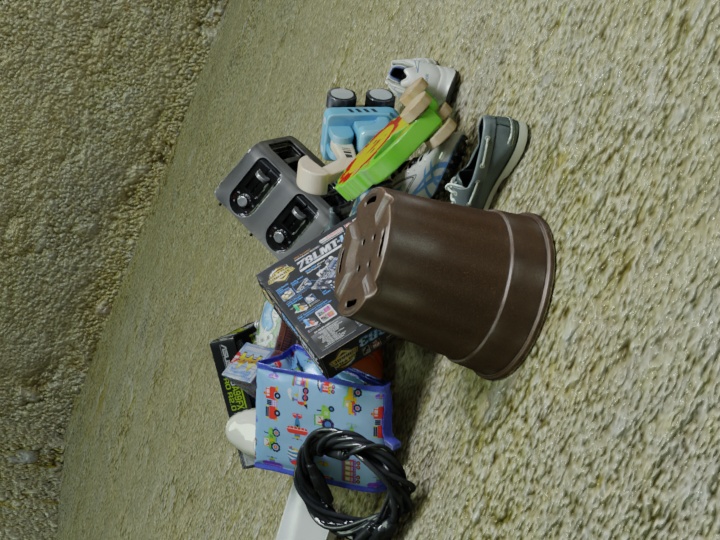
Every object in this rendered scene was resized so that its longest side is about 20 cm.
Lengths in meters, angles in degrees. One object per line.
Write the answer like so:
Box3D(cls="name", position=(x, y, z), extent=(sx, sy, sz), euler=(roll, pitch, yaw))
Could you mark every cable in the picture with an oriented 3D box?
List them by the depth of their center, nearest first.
Box3D(cls="cable", position=(-0.010, 0.264, 1.554), extent=(0.051, 0.163, 0.201), euler=(-34, -23, -39))

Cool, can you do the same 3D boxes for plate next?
Box3D(cls="plate", position=(-0.084, 0.422, 1.796), extent=(0.199, 0.032, 0.203), euler=(-161, 87, -70))

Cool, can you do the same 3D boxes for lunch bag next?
Box3D(cls="lunch bag", position=(-0.037, 0.202, 1.621), extent=(0.198, 0.094, 0.153), euler=(14, 111, 32))

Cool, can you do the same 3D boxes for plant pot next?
Box3D(cls="plant pot", position=(0.086, 0.004, 1.407), extent=(0.200, 0.196, 0.203), euler=(-164, 90, -71))

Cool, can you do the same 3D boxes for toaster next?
Box3D(cls="toaster", position=(-0.108, -0.109, 1.974), extent=(0.119, 0.181, 0.200), euler=(-48, -8, 20))

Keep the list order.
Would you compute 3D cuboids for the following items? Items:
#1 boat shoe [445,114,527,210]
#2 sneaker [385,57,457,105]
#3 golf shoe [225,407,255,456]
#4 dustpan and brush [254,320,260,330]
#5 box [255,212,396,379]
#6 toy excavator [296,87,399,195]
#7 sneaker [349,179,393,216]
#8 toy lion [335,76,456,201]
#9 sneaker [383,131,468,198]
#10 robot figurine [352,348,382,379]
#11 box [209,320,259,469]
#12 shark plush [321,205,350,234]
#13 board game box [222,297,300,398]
Box3D(cls="boat shoe", position=(0.138, -0.114, 1.552), extent=(0.073, 0.061, 0.201), euler=(-97, 30, -48))
Box3D(cls="sneaker", position=(0.074, -0.288, 1.823), extent=(0.200, 0.086, 0.076), euler=(-152, 78, -71))
Box3D(cls="golf shoe", position=(-0.117, 0.249, 1.774), extent=(0.097, 0.198, 0.079), euler=(0, -78, -68))
Box3D(cls="dustpan and brush", position=(-0.113, 0.116, 1.923), extent=(0.057, 0.199, 0.141), euler=(-6, 66, 39))
Box3D(cls="box", position=(-0.010, 0.021, 1.611), extent=(0.199, 0.199, 0.050), euler=(47, 164, 46))
Box3D(cls="toy excavator", position=(-0.015, -0.186, 1.847), extent=(0.201, 0.192, 0.101), euler=(-116, 28, -52))
Box3D(cls="sneaker", position=(0.009, -0.061, 1.850), extent=(0.200, 0.071, 0.073), euler=(-53, 52, 42))
Box3D(cls="toy lion", position=(0.039, -0.167, 1.686), extent=(0.192, 0.069, 0.200), euler=(-44, 11, 12))
Box3D(cls="sneaker", position=(0.082, -0.131, 1.687), extent=(0.072, 0.072, 0.200), euler=(-53, 3, -36))
Box3D(cls="robot figurine", position=(-0.025, 0.112, 1.745), extent=(0.117, 0.142, 0.202), euler=(71, -167, -47))
Box3D(cls="box", position=(-0.160, 0.188, 1.914), extent=(0.160, 0.044, 0.203), euler=(-23, -81, -71))
Box3D(cls="shark plush", position=(-0.040, -0.021, 1.766), extent=(0.083, 0.091, 0.200), euler=(-41, -6, -28))
Box3D(cls="board game box", position=(-0.111, 0.129, 1.845), extent=(0.061, 0.199, 0.203), euler=(9, 82, 36))
